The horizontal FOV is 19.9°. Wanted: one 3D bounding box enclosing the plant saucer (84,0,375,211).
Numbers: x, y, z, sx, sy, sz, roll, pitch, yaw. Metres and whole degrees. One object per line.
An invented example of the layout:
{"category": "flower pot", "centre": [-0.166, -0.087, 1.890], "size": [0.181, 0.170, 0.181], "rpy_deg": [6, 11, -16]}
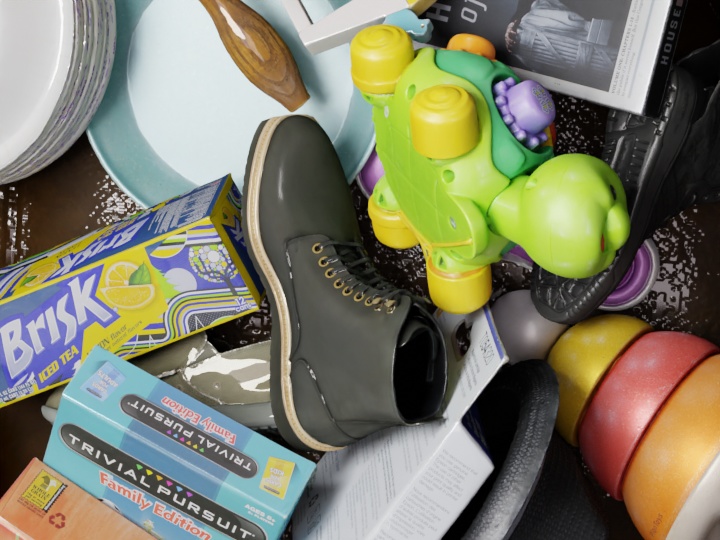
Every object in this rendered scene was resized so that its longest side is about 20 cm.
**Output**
{"category": "plant saucer", "centre": [-0.078, -0.121, 1.288], "size": [0.198, 0.036, 0.202], "rpy_deg": [1, 96, 8]}

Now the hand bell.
{"category": "hand bell", "centre": [-0.097, -0.178, 1.237], "size": [0.104, 0.104, 0.200], "rpy_deg": [-36, 103, 11]}

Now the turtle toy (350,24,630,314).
{"category": "turtle toy", "centre": [0.073, -0.057, 1.167], "size": [0.100, 0.200, 0.147], "rpy_deg": [-22, 130, -18]}

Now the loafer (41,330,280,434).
{"category": "loafer", "centre": [-0.105, 0.071, 1.304], "size": [0.198, 0.075, 0.070], "rpy_deg": [-4, 80, 9]}

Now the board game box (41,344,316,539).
{"category": "board game box", "centre": [-0.126, 0.155, 1.268], "size": [0.150, 0.047, 0.201], "rpy_deg": [28, 138, 4]}

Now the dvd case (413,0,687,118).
{"category": "dvd case", "centre": [0.106, -0.186, 1.212], "size": [0.199, 0.025, 0.151], "rpy_deg": [19, 100, 35]}

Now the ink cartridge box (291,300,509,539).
{"category": "ink cartridge box", "centre": [0.030, 0.108, 1.218], "size": [0.043, 0.197, 0.200], "rpy_deg": [36, 102, -11]}

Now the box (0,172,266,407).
{"category": "box", "centre": [-0.156, 0.015, 1.279], "size": [0.199, 0.064, 0.070], "rpy_deg": [-21, 111, 21]}

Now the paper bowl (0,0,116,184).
{"category": "paper bowl", "centre": [-0.258, -0.150, 1.260], "size": [0.199, 0.104, 0.202], "rpy_deg": [1, 94, 20]}

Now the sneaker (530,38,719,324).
{"category": "sneaker", "centre": [0.181, -0.053, 1.227], "size": [0.060, 0.104, 0.201], "rpy_deg": [32, 102, 41]}

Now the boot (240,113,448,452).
{"category": "boot", "centre": [0.000, 0.000, 1.188], "size": [0.077, 0.138, 0.202], "rpy_deg": [-9, 88, -31]}

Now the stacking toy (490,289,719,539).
{"category": "stacking toy", "centre": [0.160, 0.073, 1.244], "size": [0.200, 0.146, 0.147], "rpy_deg": [36, 101, 19]}

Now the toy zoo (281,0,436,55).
{"category": "toy zoo", "centre": [-0.005, -0.219, 1.232], "size": [0.131, 0.020, 0.201], "rpy_deg": [-30, 72, 4]}

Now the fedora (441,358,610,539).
{"category": "fedora", "centre": [0.088, 0.148, 1.209], "size": [0.091, 0.201, 0.201], "rpy_deg": [31, 101, -11]}

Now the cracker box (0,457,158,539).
{"category": "cracker box", "centre": [-0.183, 0.221, 1.284], "size": [0.133, 0.058, 0.200], "rpy_deg": [33, 137, 3]}

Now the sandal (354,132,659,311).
{"category": "sandal", "centre": [0.091, -0.040, 1.265], "size": [0.201, 0.050, 0.083], "rpy_deg": [23, 100, 5]}
